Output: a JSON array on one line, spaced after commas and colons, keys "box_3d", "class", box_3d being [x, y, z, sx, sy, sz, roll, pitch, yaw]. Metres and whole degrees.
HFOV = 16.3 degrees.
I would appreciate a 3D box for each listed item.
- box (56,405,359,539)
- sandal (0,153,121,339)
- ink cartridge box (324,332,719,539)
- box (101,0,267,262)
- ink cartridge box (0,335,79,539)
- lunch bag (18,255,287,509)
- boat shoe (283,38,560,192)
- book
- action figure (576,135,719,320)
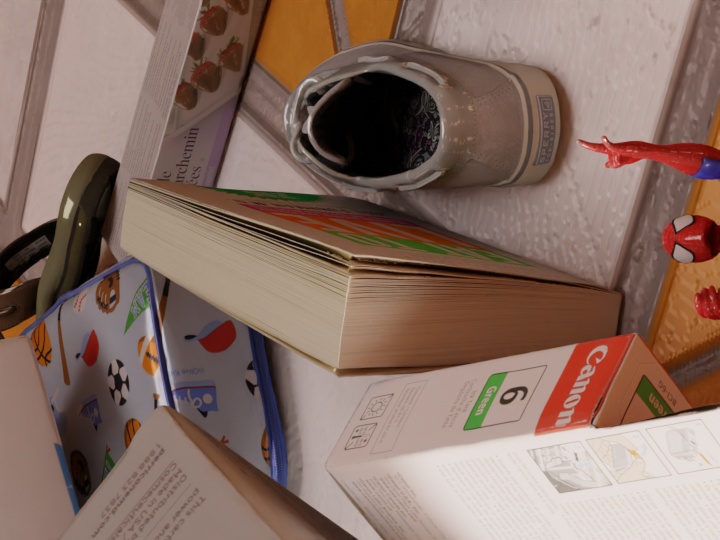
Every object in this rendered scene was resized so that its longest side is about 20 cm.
[{"box_3d": [-0.048, 0.202, 0.996, 0.199, 0.171, 0.200, -51, 33, 1], "class": "box"}, {"box_3d": [-0.182, 0.002, 1.421, 0.080, 0.057, 0.201, -72, 5, -48], "class": "sandal"}, {"box_3d": [0.095, 0.080, 0.918, 0.200, 0.109, 0.050, -14, 35, 42], "class": "ink cartridge box"}, {"box_3d": [-0.090, -0.092, 1.316, 0.041, 0.039, 0.200, 53, 133, 48], "class": "box"}, {"box_3d": [-0.223, 0.159, 1.288, 0.200, 0.144, 0.148, 101, 153, -52], "class": "ink cartridge box"}, {"box_3d": [-0.113, 0.084, 1.321, 0.200, 0.075, 0.161, -34, 66, 56], "class": "lunch bag"}, {"box_3d": [0.007, -0.070, 1.117, 0.201, 0.071, 0.070, 8, 96, 59], "class": "boat shoe"}, {"box_3d": [0.000, 0.000, 1.070, 0.200, 0.133, 0.048, 22, 106, 57], "class": "book"}, {"box_3d": [0.149, -0.015, 0.856, 0.200, 0.099, 0.066, -4, 85, 62], "class": "action figure"}]
